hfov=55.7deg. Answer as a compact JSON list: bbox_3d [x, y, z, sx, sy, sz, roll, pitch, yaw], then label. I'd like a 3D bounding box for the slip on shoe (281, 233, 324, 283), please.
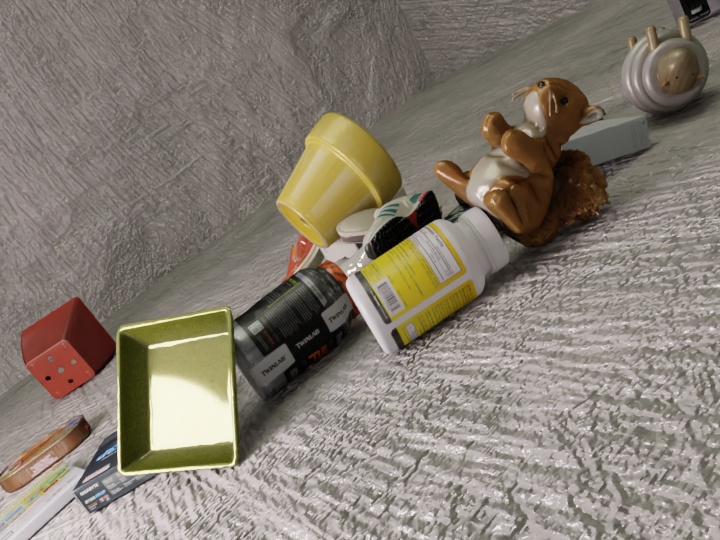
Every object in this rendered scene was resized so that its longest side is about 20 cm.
[{"bbox_3d":[-0.118,-0.024,1.385,0.203,0.060,0.074,-61,-19,-3],"label":"slip on shoe"}]

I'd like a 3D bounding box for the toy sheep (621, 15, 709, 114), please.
[{"bbox_3d":[0.472,-0.312,1.065,0.136,0.140,0.200,-28,5,12],"label":"toy sheep"}]

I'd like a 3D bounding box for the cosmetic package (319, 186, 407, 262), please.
[{"bbox_3d":[0.018,-0.082,1.383,0.102,0.074,0.200,-14,24,47],"label":"cosmetic package"}]

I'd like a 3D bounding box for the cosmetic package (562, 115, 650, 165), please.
[{"bbox_3d":[0.329,-0.194,1.072,0.147,0.053,0.200,-16,12,-12],"label":"cosmetic package"}]

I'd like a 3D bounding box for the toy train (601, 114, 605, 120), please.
[{"bbox_3d":[0.361,-0.243,1.264,0.197,0.034,0.046,-28,19,21],"label":"toy train"}]

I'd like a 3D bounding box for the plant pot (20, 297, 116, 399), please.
[{"bbox_3d":[-0.830,0.236,1.919,0.197,0.202,0.177,-32,25,0],"label":"plant pot"}]

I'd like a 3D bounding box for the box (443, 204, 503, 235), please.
[{"bbox_3d":[0.179,-0.073,1.089,0.199,0.040,0.136,-42,17,-31],"label":"box"}]

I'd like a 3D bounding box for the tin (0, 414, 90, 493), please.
[{"bbox_3d":[-0.637,0.369,1.375,0.198,0.042,0.112,-36,11,-12],"label":"tin"}]

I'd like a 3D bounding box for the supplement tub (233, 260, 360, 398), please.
[{"bbox_3d":[-0.099,0.082,1.008,0.198,0.124,0.122,-37,16,-17],"label":"supplement tub"}]

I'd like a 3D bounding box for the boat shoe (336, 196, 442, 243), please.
[{"bbox_3d":[0.054,-0.078,1.218,0.195,0.061,0.072,-17,40,-10],"label":"boat shoe"}]

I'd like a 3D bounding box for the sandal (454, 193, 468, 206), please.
[{"bbox_3d":[0.197,-0.139,1.072,0.081,0.055,0.200,-34,15,-6],"label":"sandal"}]

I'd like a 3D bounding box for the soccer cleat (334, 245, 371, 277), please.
[{"bbox_3d":[0.000,0.000,1.189,0.078,0.070,0.199,-47,13,-31],"label":"soccer cleat"}]

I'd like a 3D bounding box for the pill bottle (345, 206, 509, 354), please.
[{"bbox_3d":[0.088,0.008,0.877,0.197,0.114,0.112,-32,15,-3],"label":"pill bottle"}]

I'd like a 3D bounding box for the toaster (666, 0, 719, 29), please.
[{"bbox_3d":[0.766,-0.635,1.500,0.178,0.120,0.201,-22,19,32],"label":"toaster"}]

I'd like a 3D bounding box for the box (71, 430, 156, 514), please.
[{"bbox_3d":[-0.325,0.265,1.045,0.197,0.047,0.159,-31,15,6],"label":"box"}]

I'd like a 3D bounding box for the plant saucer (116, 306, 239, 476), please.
[{"bbox_3d":[-0.240,0.166,0.926,0.195,0.206,0.048,-10,-13,22],"label":"plant saucer"}]

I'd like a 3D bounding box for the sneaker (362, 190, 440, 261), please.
[{"bbox_3d":[0.049,-0.066,1.099,0.092,0.072,0.199,-5,25,40],"label":"sneaker"}]

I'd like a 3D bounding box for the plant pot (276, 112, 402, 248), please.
[{"bbox_3d":[-0.051,-0.154,1.274,0.190,0.201,0.200,-50,19,-12],"label":"plant pot"}]

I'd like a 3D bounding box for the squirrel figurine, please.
[{"bbox_3d":[0.231,-0.138,0.873,0.188,0.198,0.141,-54,31,2],"label":"squirrel figurine"}]

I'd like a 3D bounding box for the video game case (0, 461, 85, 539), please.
[{"bbox_3d":[-0.551,0.402,1.126,0.180,0.023,0.200,-13,26,52],"label":"video game case"}]
